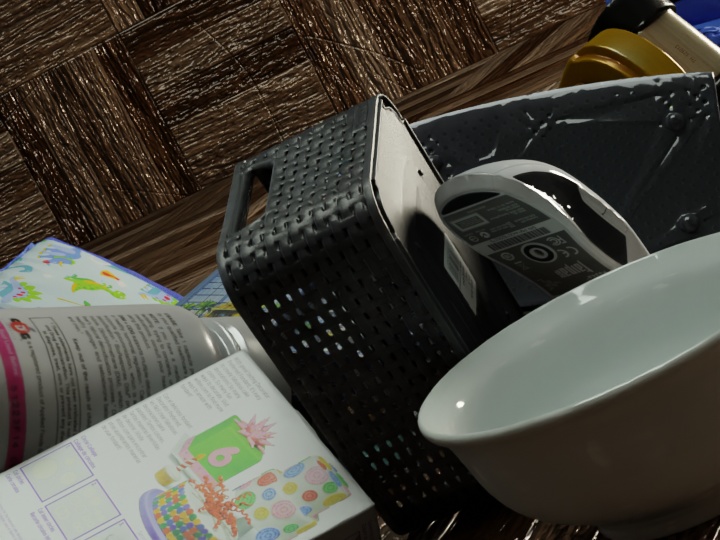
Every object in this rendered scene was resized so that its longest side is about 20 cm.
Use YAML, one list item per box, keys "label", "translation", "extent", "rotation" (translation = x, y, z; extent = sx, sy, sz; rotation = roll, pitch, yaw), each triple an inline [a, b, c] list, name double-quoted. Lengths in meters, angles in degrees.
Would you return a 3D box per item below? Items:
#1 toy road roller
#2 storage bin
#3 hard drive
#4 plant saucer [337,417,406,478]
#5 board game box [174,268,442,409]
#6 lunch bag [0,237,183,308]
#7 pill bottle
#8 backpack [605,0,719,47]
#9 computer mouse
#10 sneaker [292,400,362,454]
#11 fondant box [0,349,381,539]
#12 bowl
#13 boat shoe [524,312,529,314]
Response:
- label: "toy road roller"
  translation: [0.168, -0.079, 1.225]
  extent: [0.146, 0.123, 0.200]
  rotation: [-38, -19, -26]
- label: "storage bin"
  translation: [0.018, 0.024, 0.996]
  extent: [0.094, 0.200, 0.135]
  rotation: [-24, 27, 17]
- label: "hard drive"
  translation: [0.121, -0.040, 1.108]
  extent: [0.200, 0.135, 0.042]
  rotation: [-10, -21, 14]
- label: "plant saucer"
  translation: [0.076, 0.075, 1.178]
  extent: [0.200, 0.019, 0.070]
  rotation: [-29, 10, -13]
- label: "board game box"
  translation: [0.000, 0.000, 1.217]
  extent: [0.200, 0.062, 0.200]
  rotation: [1, 40, 38]
- label: "lunch bag"
  translation: [-0.202, 0.069, 1.401]
  extent: [0.127, 0.200, 0.170]
  rotation: [-46, 3, 20]
- label: "pill bottle"
  translation: [-0.148, 0.077, 1.080]
  extent: [0.200, 0.113, 0.113]
  rotation: [-1, -8, -35]
- label: "backpack"
  translation: [0.278, -0.169, 1.360]
  extent: [0.162, 0.200, 0.168]
  rotation: [-18, 13, 43]
- label: "computer mouse"
  translation: [0.126, -0.011, 1.003]
  extent: [0.110, 0.200, 0.044]
  rotation: [-17, 47, 48]
- label: "sneaker"
  translation: [-0.056, 0.108, 1.271]
  extent: [0.079, 0.075, 0.200]
  rotation: [-52, 15, -8]
- label: "fondant box"
  translation: [-0.108, 0.142, 0.970]
  extent: [0.200, 0.058, 0.144]
  rotation: [-28, 45, -17]
- label: "bowl"
  translation: [0.135, 0.062, 0.856]
  extent: [0.201, 0.090, 0.201]
  rotation: [-27, 9, 4]
- label: "boat shoe"
  translation: [0.123, 0.000, 1.302]
  extent: [0.061, 0.072, 0.201]
  rotation: [-30, 1, 42]
